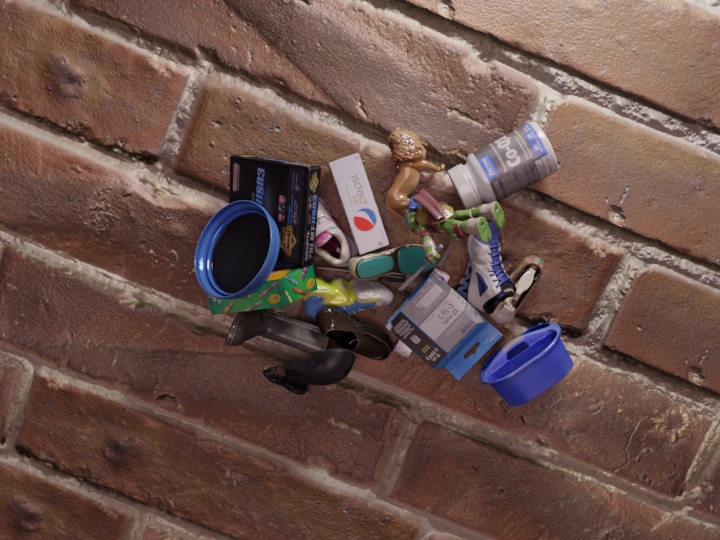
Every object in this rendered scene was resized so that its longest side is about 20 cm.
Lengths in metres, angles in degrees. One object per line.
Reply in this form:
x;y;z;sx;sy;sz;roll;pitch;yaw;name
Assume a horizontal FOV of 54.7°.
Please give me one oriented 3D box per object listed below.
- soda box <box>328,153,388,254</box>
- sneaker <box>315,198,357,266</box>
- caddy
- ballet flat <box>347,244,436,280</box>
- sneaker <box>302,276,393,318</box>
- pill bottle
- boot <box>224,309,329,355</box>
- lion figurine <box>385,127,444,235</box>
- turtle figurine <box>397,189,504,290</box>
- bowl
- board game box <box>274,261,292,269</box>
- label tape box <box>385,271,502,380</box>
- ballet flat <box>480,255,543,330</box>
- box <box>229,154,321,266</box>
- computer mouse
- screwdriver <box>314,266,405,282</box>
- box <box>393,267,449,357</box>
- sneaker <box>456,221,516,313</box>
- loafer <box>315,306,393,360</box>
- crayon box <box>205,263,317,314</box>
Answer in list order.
-0.004;-0.139;1.455;0.068;0.064;0.201;-19;98;-1;soda box
-0.083;-0.087;1.458;0.081;0.088;0.200;-44;95;9;sneaker
0.345;0.189;1.462;0.199;0.141;0.105;-36;100;8;caddy
0.066;-0.023;1.473;0.198;0.062;0.068;-6;105;-22;ballet flat
-0.032;0.071;1.504;0.198;0.076;0.106;9;119;1;sneaker
0.284;-0.205;1.407;0.199;0.114;0.114;-27;98;7;pill bottle
-0.168;0.139;1.466;0.199;0.182;0.073;28;120;1;boot
0.095;-0.184;1.437;0.122;0.072;0.202;15;93;-14;lion figurine
0.184;-0.061;1.377;0.193;0.143;0.202;-4;84;42;turtle figurine
-0.242;-0.039;1.373;0.199;0.039;0.202;-12;67;30;bowl
-0.188;-0.075;1.483;0.157;0.039;0.201;27;113;22;board game box
0.173;0.124;1.443;0.200;0.066;0.143;42;109;2;label tape box
0.318;0.054;1.476;0.068;0.067;0.201;31;101;-3;ballet flat
-0.180;-0.125;1.415;0.197;0.050;0.202;13;107;26;box
-0.095;0.223;1.472;0.199;0.053;0.138;-25;144;27;computer mouse
0.000;0.000;1.499;0.198;0.028;0.029;11;95;-1;screwdriver
0.132;0.091;1.505;0.038;0.041;0.201;26;100;-1;box
0.275;0.002;1.437;0.080;0.115;0.201;-5;111;-41;sneaker
-0.013;0.150;1.479;0.199;0.072;0.073;28;123;-26;loafer
-0.203;0.038;1.424;0.199;0.119;0.059;-8;102;31;crayon box
